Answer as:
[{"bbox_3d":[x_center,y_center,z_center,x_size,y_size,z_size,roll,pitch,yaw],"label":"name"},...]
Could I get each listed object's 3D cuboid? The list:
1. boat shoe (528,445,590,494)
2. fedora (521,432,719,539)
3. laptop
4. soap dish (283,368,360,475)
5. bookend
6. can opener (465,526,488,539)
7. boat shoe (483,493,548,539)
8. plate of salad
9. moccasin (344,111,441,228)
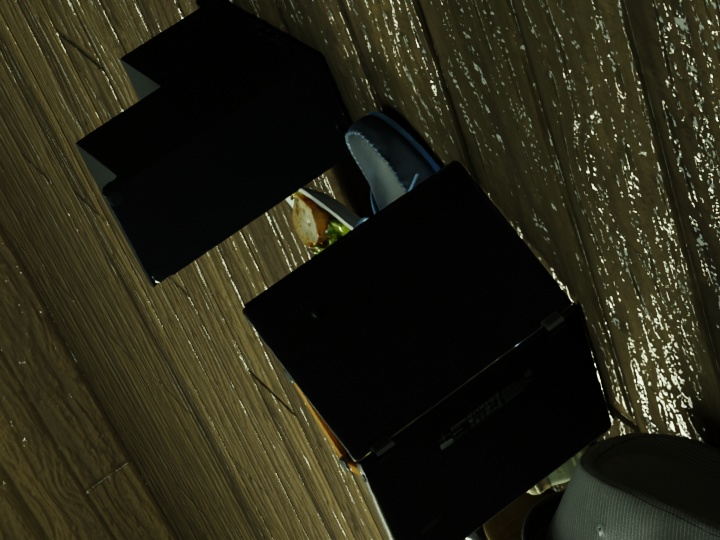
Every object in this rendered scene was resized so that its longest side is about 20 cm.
[{"bbox_3d":[0.121,0.147,1.514,0.073,0.063,0.201,57,165,-8],"label":"boat shoe"},{"bbox_3d":[0.201,0.167,1.196,0.200,0.177,0.091,33,124,37],"label":"fedora"},{"bbox_3d":[0.051,0.069,1.320,0.116,0.187,0.200,41,160,46],"label":"laptop"},{"bbox_3d":[0.014,0.129,1.777,0.158,0.081,0.200,59,164,-15],"label":"soap dish"},{"bbox_3d":[-0.141,-0.109,1.512,0.199,0.200,0.092,34,155,52],"label":"bookend"},{"bbox_3d":[0.141,0.241,1.667,0.200,0.079,0.063,44,156,5],"label":"can opener"},{"bbox_3d":[0.174,0.245,1.557,0.200,0.072,0.072,22,144,53],"label":"boat shoe"},{"bbox_3d":[0.000,0.000,1.538,0.200,0.048,0.200,41,173,6],"label":"plate of salad"},{"bbox_3d":[0.046,-0.021,1.373,0.200,0.068,0.080,54,165,4],"label":"moccasin"}]
